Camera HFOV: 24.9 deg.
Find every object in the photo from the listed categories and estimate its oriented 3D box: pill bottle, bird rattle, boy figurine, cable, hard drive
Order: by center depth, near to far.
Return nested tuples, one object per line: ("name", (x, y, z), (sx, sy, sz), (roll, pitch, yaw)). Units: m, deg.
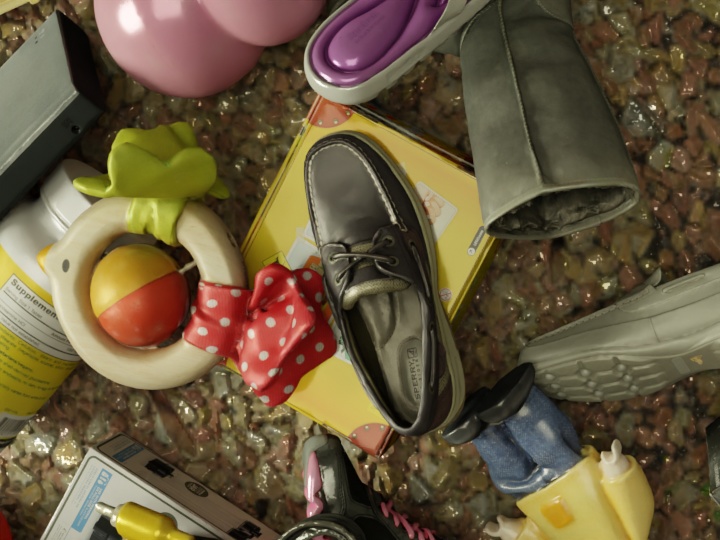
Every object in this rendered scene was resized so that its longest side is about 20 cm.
("bird rattle", (-0.116, 0.007, 1.043), (0.162, 0.113, 0.201), (-30, 100, 17))
("cable", (-0.090, 0.201, 1.062), (0.199, 0.050, 0.098), (-1, 96, 30))
("boy figurine", (0.138, 0.160, 1.075), (0.124, 0.064, 0.201), (-32, 99, 34))
("hard drive", (-0.260, -0.076, 1.120), (0.200, 0.140, 0.033), (-44, 122, 12))
("pill bottle", (-0.235, 0.024, 1.128), (0.112, 0.112, 0.200), (43, 101, 6))

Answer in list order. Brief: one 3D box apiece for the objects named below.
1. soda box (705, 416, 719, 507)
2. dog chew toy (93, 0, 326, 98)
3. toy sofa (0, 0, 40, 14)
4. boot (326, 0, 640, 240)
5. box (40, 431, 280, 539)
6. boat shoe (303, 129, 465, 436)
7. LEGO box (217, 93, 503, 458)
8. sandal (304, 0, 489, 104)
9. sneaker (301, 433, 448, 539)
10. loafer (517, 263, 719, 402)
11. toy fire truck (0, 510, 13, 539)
("soda box", (0.255, 0.116, 0.986), (0.071, 0.200, 0.063), (-41, 87, 12))
("dog chew toy", (-0.076, -0.194, 1.059), (0.199, 0.124, 0.125), (-23, 89, 27))
("toy sofa", (-0.316, -0.203, 1.153), (0.199, 0.098, 0.083), (-22, 114, 12))
("boot", (0.073, -0.110, 1.036), (0.180, 0.073, 0.202), (-12, 67, 13))
("box", (-0.124, 0.217, 1.145), (0.199, 0.060, 0.117), (33, 100, 8))
("boat shoe", (0.012, 0.008, 1.019), (0.071, 0.065, 0.202), (-17, 90, 14))
("LEGO box", (0.000, 0.000, 1.094), (0.148, 0.077, 0.201), (29, 100, 8))
("sandal", (0.041, -0.186, 1.011), (0.082, 0.050, 0.203), (29, 72, 21))
("sneaker", (0.024, 0.190, 1.100), (0.095, 0.079, 0.201), (-22, 109, 5))
("loafer", (0.198, 0.035, 1.068), (0.199, 0.070, 0.070), (-15, 54, 17))
("toy fire truck", (-0.331, 0.247, 1.169), (0.167, 0.112, 0.202), (-3, 96, 48))
